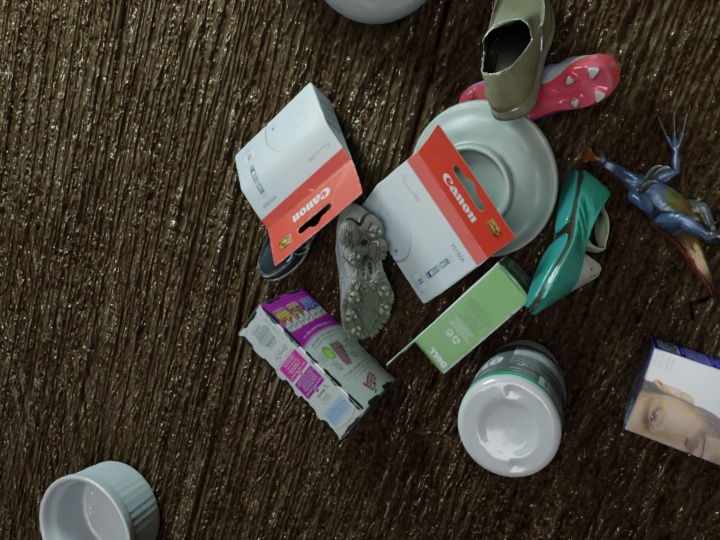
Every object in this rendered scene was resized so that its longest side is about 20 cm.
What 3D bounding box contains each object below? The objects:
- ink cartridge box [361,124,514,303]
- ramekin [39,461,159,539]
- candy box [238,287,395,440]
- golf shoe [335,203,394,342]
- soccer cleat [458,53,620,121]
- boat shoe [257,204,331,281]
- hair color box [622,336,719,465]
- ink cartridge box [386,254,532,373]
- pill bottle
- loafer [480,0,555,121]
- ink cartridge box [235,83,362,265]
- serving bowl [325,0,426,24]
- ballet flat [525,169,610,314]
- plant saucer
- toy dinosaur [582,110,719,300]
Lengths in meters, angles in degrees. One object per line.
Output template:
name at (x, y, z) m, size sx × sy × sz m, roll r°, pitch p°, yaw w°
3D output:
ink cartridge box at (0.087, -0.061, 0.789) m, size 0.162 × 0.047 × 0.200 m, roll 57°, pitch 156°, yaw 6°
ramekin at (-0.448, 0.436, 1.098) m, size 0.197 × 0.097 × 0.205 m, roll 3°, pitch 98°, yaw 21°
candy box at (-0.057, 0.123, 0.885) m, size 0.200 × 0.136 × 0.061 m, roll 43°, pitch 111°, yaw 11°
golf shoe at (0.000, 0.000, 0.889) m, size 0.077 × 0.098 × 0.203 m, roll -7°, pitch 120°, yaw -14°
soccer cleat at (0.218, -0.221, 0.778) m, size 0.197 × 0.076 × 0.068 m, roll -4°, pitch 118°, yaw 38°
boat shoe at (-0.092, -0.061, 0.912) m, size 0.075 × 0.062 × 0.200 m, roll 48°, pitch 111°, yaw 6°
hair color box at (0.428, 0.168, 0.746) m, size 0.197 × 0.065 × 0.111 m, roll 19°, pitch 104°, yaw 19°
ink cartridge box at (0.133, 0.072, 0.822) m, size 0.200 × 0.104 × 0.059 m, roll -45°, pitch 81°, yaw 20°
pill bottle at (0.189, 0.154, 0.761) m, size 0.111 × 0.200 × 0.116 m, roll 3°, pitch 98°, yaw 20°
loafer at (0.181, -0.271, 0.732) m, size 0.074 × 0.068 × 0.203 m, roll -5°, pitch 61°, yaw 29°
ink cartridge box at (-0.090, -0.132, 0.847) m, size 0.159 × 0.047 × 0.202 m, roll -37°, pitch 47°, yaw 21°
serving bowl at (0.027, -0.404, 0.760) m, size 0.196 × 0.066 × 0.204 m, roll -7°, pitch 114°, yaw -15°
ballet flat at (0.255, -0.028, 0.741) m, size 0.069 × 0.067 × 0.202 m, roll 25°, pitch 67°, yaw -1°
plant saucer at (0.145, -0.108, 0.795) m, size 0.197 × 0.050 × 0.204 m, roll 12°, pitch 114°, yaw 27°
toy dinosaur at (0.339, -0.075, 0.736) m, size 0.180 × 0.104 × 0.204 m, roll 26°, pitch 124°, yaw 39°
